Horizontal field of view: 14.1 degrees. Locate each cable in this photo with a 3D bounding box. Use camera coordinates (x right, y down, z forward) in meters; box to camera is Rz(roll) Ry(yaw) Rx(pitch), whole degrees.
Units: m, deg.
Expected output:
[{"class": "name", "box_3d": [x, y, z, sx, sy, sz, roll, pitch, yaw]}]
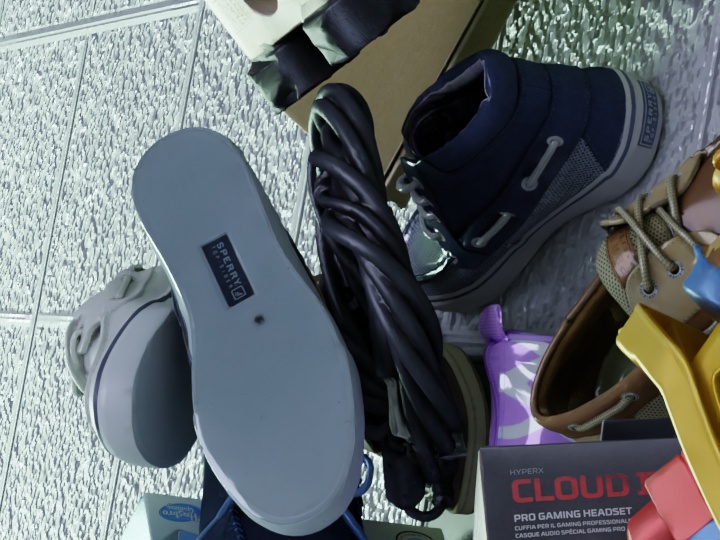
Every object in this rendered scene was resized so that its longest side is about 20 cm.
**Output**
[{"class": "cable", "box_3d": [0.000, 0.000, 1.262, 0.164, 0.050, 0.201, 75, 180, -51]}]

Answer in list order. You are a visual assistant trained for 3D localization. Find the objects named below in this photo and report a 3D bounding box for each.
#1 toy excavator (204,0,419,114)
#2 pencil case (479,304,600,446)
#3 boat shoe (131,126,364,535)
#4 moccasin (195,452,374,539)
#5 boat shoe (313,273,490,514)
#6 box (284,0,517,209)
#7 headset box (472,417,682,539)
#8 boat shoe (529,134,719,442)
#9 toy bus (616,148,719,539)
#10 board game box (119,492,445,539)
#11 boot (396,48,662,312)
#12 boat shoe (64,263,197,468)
[{"class": "toy excavator", "box_3d": [0.002, -0.164, 1.317, 0.200, 0.100, 0.194, -40, 5, -28]}, {"class": "pencil case", "box_3d": [0.074, 0.122, 1.196, 0.084, 0.085, 0.201, 143, 138, -77]}, {"class": "boat shoe", "box_3d": [-0.036, 0.036, 1.237, 0.070, 0.091, 0.201, -24, 57, 5]}, {"class": "moccasin", "box_3d": [-0.038, 0.091, 1.272, 0.200, 0.080, 0.069, -118, 40, -60]}, {"class": "boat shoe", "box_3d": [0.001, 0.055, 1.377, 0.200, 0.071, 0.073, -125, 40, -56]}, {"class": "box", "box_3d": [0.033, -0.146, 1.435, 0.201, 0.021, 0.163, -61, 28, 9]}, {"class": "headset box", "box_3d": [0.117, 0.143, 1.009, 0.075, 0.147, 0.201, 90, 178, -60]}, {"class": "boat shoe", "box_3d": [0.125, 0.003, 1.085, 0.076, 0.073, 0.201, -107, 33, -43]}, {"class": "toy bus", "box_3d": [0.151, 0.036, 0.940, 0.192, 0.135, 0.201, -40, 54, 25]}, {"class": "board game box", "box_3d": [-0.020, 0.195, 1.277, 0.201, 0.150, 0.047, -104, 31, -43]}, {"class": "boot", "box_3d": [0.047, -0.044, 1.322, 0.200, 0.090, 0.073, -41, 43, 51]}, {"class": "boat shoe", "box_3d": [-0.103, 0.036, 1.327, 0.200, 0.065, 0.072, -66, -26, -68]}]
